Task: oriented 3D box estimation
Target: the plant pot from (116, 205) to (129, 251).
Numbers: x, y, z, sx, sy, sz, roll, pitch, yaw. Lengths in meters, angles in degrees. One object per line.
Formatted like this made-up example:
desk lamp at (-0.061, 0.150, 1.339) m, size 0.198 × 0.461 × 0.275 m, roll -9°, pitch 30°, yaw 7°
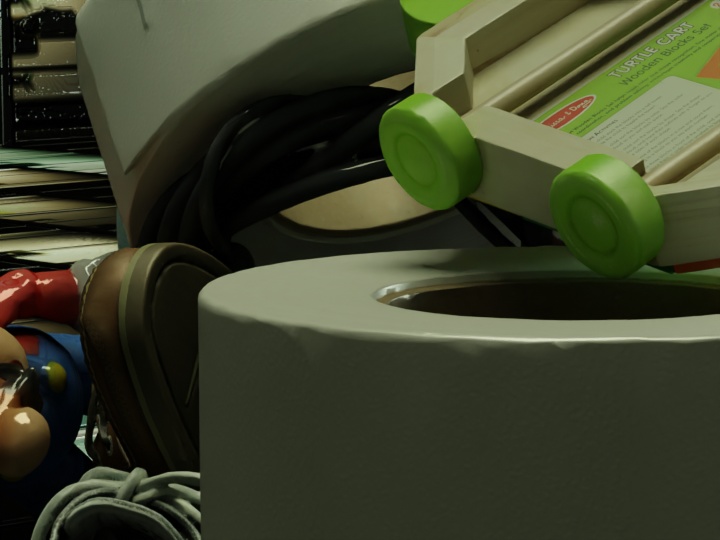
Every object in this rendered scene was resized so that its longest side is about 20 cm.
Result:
plant pot at (0.020, -0.018, 1.209) m, size 0.200 × 0.201 × 0.134 m, roll -6°, pitch -1°, yaw -41°

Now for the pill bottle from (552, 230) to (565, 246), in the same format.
pill bottle at (0.115, 0.021, 0.955) m, size 0.109 × 0.201 × 0.110 m, roll 0°, pitch 6°, yaw 0°

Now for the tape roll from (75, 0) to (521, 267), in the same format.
tape roll at (0.005, -0.067, 1.028) m, size 0.202 × 0.071 × 0.203 m, roll -15°, pitch -27°, yaw -8°

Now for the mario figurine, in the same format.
mario figurine at (-0.117, 0.057, 1.033) m, size 0.106 × 0.124 × 0.200 m, roll -13°, pitch -12°, yaw 18°

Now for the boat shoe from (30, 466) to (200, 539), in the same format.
boat shoe at (-0.069, 0.094, 0.902) m, size 0.073 × 0.068 × 0.199 m, roll 1°, pitch 4°, yaw 10°

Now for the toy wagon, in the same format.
toy wagon at (0.078, -0.061, 0.852) m, size 0.155 × 0.040 × 0.200 m, roll -33°, pitch 36°, yaw -30°

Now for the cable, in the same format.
cable at (0.000, 0.000, 1.019) m, size 0.163 × 0.051 × 0.200 m, roll -21°, pitch -36°, yaw 26°

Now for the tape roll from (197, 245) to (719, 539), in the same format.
tape roll at (0.058, 0.072, 0.780) m, size 0.202 × 0.140 × 0.203 m, roll -1°, pitch 6°, yaw 0°

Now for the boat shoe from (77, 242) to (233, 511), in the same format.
boat shoe at (-0.060, 0.056, 0.990) m, size 0.068 × 0.072 × 0.200 m, roll 3°, pitch -30°, yaw 21°
